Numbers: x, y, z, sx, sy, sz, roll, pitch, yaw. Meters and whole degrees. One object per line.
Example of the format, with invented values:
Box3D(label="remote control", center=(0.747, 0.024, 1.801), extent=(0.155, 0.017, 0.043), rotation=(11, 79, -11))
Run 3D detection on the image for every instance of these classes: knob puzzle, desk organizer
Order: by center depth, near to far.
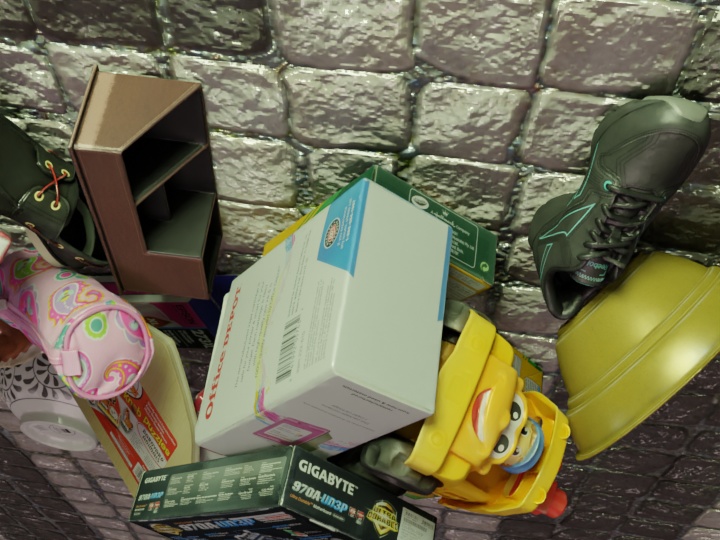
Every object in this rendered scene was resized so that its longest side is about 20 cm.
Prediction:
Box3D(label="desk organizer", center=(-0.154, -0.056, 0.715), extent=(0.076, 0.073, 0.201), rotation=(7, 150, 1))
Box3D(label="knob puzzle", center=(-0.203, 0.123, 0.902), extent=(0.030, 0.222, 0.219), rotation=(-21, 175, -42))

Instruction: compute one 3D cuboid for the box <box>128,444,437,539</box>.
Box3D(label="box", center=(-0.064, 0.198, 0.750), extent=(0.158, 0.046, 0.199), rotation=(34, 144, -33))

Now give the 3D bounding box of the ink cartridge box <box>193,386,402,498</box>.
Box3D(label="ink cartridge box", center=(-0.069, 0.193, 0.894), extent=(0.199, 0.086, 0.148), rotation=(36, 135, 14))

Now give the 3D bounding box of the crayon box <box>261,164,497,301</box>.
Box3D(label="crayon box", center=(0.000, 0.000, 0.784), extent=(0.125, 0.052, 0.199), rotation=(27, 145, -26))

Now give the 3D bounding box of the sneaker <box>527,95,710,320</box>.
Box3D(label="sneaker", center=(0.175, -0.037, 0.645), extent=(0.074, 0.080, 0.201), rotation=(14, 148, -7))

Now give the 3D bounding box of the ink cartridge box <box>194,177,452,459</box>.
Box3D(label="ink cartridge box", center=(-0.030, 0.049, 0.680), extent=(0.084, 0.146, 0.199), rotation=(26, 146, -26))

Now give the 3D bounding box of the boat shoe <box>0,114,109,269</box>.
Box3D(label="boat shoe", center=(-0.245, -0.063, 0.728), extent=(0.062, 0.075, 0.202), rotation=(0, 154, 16))

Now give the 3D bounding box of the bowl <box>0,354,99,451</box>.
Box3D(label="bowl", center=(-0.333, 0.147, 1.087), extent=(0.198, 0.095, 0.202), rotation=(7, 149, 4))

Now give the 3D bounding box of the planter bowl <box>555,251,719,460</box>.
Box3D(label="planter bowl", center=(0.210, 0.046, 0.725), extent=(0.084, 0.200, 0.201), rotation=(46, 150, 9))

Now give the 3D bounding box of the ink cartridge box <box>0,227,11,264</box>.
Box3D(label="ink cartridge box", center=(-0.342, 0.017, 0.739), extent=(0.084, 0.147, 0.200), rotation=(30, 173, -21))

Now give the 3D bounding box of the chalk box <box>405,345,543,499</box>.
Box3D(label="chalk box", center=(0.065, 0.146, 0.942), extent=(0.199, 0.126, 0.123), rotation=(-17, 141, 40))

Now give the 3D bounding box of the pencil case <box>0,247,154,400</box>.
Box3D(label="pencil case", center=(-0.253, 0.040, 0.809), extent=(0.199, 0.088, 0.087), rotation=(24, 169, 48))

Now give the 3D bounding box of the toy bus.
Box3D(label="toy bus", center=(0.089, 0.128, 0.723), extent=(0.191, 0.137, 0.200), rotation=(31, 163, -9))

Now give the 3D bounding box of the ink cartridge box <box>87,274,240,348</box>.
Box3D(label="ink cartridge box", center=(-0.194, 0.041, 0.929), extent=(0.197, 0.037, 0.095), rotation=(-3, 147, 16))

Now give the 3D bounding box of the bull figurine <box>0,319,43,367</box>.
Box3D(label="bull figurine", center=(-0.367, 0.051, 0.916), extent=(0.065, 0.122, 0.200), rotation=(-18, 133, 43))
